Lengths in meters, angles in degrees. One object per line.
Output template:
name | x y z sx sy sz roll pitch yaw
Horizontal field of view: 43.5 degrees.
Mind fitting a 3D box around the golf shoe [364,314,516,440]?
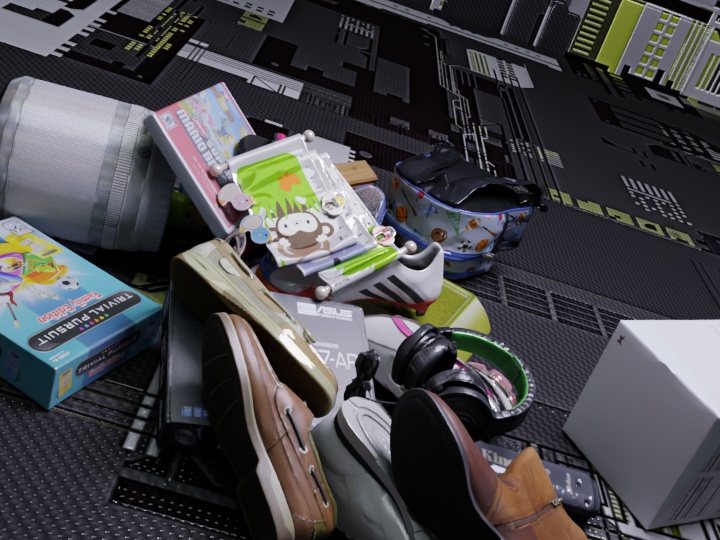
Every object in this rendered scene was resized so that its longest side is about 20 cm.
golf shoe | 0.066 0.107 0.926 0.198 0.073 0.092 26 17 11

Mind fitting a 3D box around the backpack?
backpack | 0.119 -0.082 1.230 0.199 0.156 0.189 31 20 32

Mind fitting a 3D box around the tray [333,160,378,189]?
tray | -0.051 -0.091 1.141 0.037 0.098 0.200 52 20 4

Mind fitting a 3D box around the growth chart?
growth chart | -0.055 -0.060 0.940 0.144 0.018 0.201 -32 72 -26

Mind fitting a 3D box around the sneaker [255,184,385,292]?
sneaker | -0.035 -0.044 1.067 0.075 0.079 0.200 42 56 10

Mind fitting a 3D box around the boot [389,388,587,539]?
boot | 0.119 0.175 0.763 0.189 0.068 0.199 57 27 15

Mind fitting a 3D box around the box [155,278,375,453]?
box | -0.087 0.094 0.844 0.197 0.044 0.162 11 46 -19

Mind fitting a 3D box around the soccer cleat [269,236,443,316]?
soccer cleat | 0.000 0.000 0.968 0.197 0.086 0.069 4 26 -21

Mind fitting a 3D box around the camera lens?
camera lens | -0.305 -0.113 0.984 0.197 0.162 0.161 12 28 -15

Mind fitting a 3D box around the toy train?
toy train | -0.183 -0.067 1.083 0.114 0.086 0.201 10 28 6

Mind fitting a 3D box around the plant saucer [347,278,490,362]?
plant saucer | 0.049 0.041 1.073 0.198 0.048 0.199 29 29 14

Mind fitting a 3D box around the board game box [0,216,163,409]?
board game box | -0.311 0.031 0.847 0.198 0.047 0.151 28 28 15

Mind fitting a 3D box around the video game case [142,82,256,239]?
video game case | -0.156 -0.128 1.004 0.144 0.017 0.200 58 21 -11

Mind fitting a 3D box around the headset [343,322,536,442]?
headset | 0.075 0.096 0.833 0.198 0.095 0.124 -6 41 -28

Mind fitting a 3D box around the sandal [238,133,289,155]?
sandal | -0.087 -0.134 1.082 0.076 0.045 0.200 64 21 3

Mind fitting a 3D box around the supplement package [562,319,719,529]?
supplement package | 0.357 0.157 0.961 0.198 0.152 0.152 2 33 -32

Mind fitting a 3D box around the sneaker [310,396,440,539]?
sneaker | 0.025 0.206 0.743 0.076 0.080 0.201 2 50 -58

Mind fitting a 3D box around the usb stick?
usb stick | 0.136 0.194 0.874 0.197 0.033 0.056 19 27 -5

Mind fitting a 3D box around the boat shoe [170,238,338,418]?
boat shoe | -0.086 0.046 0.806 0.200 0.074 0.063 39 48 21

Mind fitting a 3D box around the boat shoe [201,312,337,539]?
boat shoe | -0.077 0.129 0.744 0.067 0.072 0.203 -8 74 -34
